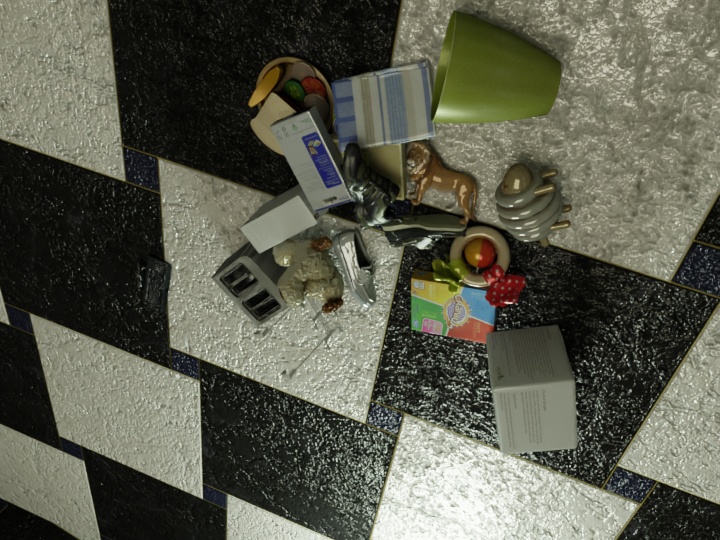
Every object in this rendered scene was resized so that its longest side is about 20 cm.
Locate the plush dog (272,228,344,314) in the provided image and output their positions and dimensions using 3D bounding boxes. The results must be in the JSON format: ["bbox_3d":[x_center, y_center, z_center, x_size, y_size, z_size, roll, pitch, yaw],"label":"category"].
[{"bbox_3d":[-0.100,0.007,1.514,0.159,0.201,0.172,-30,134,12],"label":"plush dog"}]

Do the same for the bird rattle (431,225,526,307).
[{"bbox_3d":[0.255,-0.012,1.370,0.198,0.112,0.165,12,97,25],"label":"bird rattle"}]

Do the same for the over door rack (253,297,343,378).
[{"bbox_3d":[-0.145,0.159,1.621,0.066,0.200,0.149,8,133,57],"label":"over door rack"}]

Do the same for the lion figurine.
[{"bbox_3d":[0.172,-0.183,1.327,0.198,0.073,0.123,19,117,-7],"label":"lion figurine"}]

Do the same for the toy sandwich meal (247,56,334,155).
[{"bbox_3d":[-0.149,-0.341,1.347,0.203,0.070,0.207,12,127,16],"label":"toy sandwich meal"}]

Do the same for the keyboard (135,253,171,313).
[{"bbox_3d":[-0.601,0.043,1.842,0.103,0.040,0.201,26,129,5],"label":"keyboard"}]

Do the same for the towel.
[{"bbox_3d":[0.046,-0.314,1.244,0.198,0.024,0.149,-7,88,13],"label":"towel"}]

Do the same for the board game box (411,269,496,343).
[{"bbox_3d":[0.218,0.084,1.503,0.198,0.040,0.154,9,126,18],"label":"board game box"}]

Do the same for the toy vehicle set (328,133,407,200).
[{"bbox_3d":[-0.006,-0.211,1.313,0.198,0.027,0.125,7,126,16],"label":"toy vehicle set"}]

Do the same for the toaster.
[{"bbox_3d":[-0.247,0.023,1.618,0.199,0.119,0.181,-30,108,36],"label":"toaster"}]

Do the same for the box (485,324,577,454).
[{"bbox_3d":[0.378,0.262,1.433,0.169,0.201,0.201,-7,121,11],"label":"box"}]

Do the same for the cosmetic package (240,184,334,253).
[{"bbox_3d":[-0.167,-0.129,1.480,0.199,0.113,0.081,-26,111,34],"label":"cosmetic package"}]

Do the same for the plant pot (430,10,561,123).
[{"bbox_3d":[0.239,-0.336,1.127,0.198,0.188,0.189,10,128,-2],"label":"plant pot"}]

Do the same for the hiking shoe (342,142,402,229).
[{"bbox_3d":[0.026,-0.172,1.271,0.099,0.076,0.201,-8,136,11],"label":"hiking shoe"}]

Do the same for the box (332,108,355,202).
[{"bbox_3d":[-0.022,-0.250,1.355,0.064,0.070,0.202,14,127,13],"label":"box"}]

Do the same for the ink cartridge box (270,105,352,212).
[{"bbox_3d":[-0.092,-0.221,1.297,0.099,0.039,0.201,-13,117,27],"label":"ink cartridge box"}]

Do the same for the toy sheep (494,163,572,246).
[{"bbox_3d":[0.333,-0.122,1.252,0.137,0.138,0.201,-13,123,30],"label":"toy sheep"}]

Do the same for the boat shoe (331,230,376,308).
[{"bbox_3d":[0.000,0.000,1.519,0.066,0.074,0.201,-14,116,32],"label":"boat shoe"}]

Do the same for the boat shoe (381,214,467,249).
[{"bbox_3d":[0.142,-0.082,1.399,0.198,0.072,0.068,0,117,33],"label":"boat shoe"}]
